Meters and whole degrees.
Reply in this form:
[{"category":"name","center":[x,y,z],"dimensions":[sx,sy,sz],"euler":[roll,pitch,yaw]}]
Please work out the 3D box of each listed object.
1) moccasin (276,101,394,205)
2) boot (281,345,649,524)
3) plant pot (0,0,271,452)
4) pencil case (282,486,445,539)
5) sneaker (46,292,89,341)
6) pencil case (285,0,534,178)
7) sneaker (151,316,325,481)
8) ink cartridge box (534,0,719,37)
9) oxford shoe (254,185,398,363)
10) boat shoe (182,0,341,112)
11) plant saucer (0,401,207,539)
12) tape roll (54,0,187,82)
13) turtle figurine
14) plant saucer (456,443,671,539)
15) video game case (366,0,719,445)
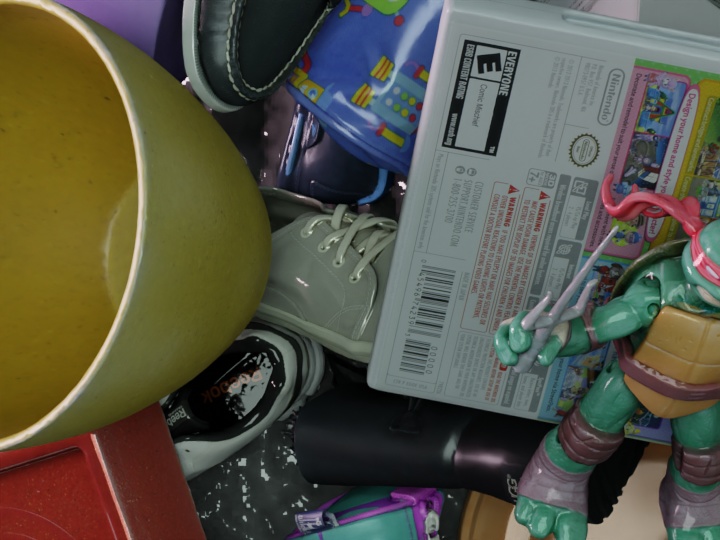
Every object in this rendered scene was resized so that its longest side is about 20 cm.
[{"category":"moccasin","center":[-0.020,-0.134,1.115],"dimensions":[0.068,0.080,0.201],"euler":[-2,87,7]},{"category":"boot","center":[0.072,0.040,1.094],"dimensions":[0.167,0.200,0.077],"euler":[8,132,30]},{"category":"plant pot","center":[-0.123,-0.015,1.011],"dimensions":[0.199,0.142,0.201],"euler":[-5,82,38]},{"category":"pencil case","center":[0.028,0.204,1.093],"dimensions":[0.092,0.085,0.201],"euler":[-20,87,44]},{"category":"sneaker","center":[-0.213,-0.006,1.115],"dimensions":[0.199,0.088,0.076],"euler":[26,90,4]},{"category":"pencil case","center":[0.041,-0.145,1.049],"dimensions":[0.087,0.078,0.201],"euler":[33,93,31]},{"category":"sneaker","center":[-0.111,0.082,1.112],"dimensions":[0.200,0.080,0.074],"euler":[-35,89,3]},{"category":"ink cartridge box","center":[0.115,-0.082,1.018],"dimensions":[0.084,0.200,0.145],"euler":[32,124,-14]},{"category":"oxford shoe","center":[0.000,0.000,1.066],"dimensions":[0.075,0.199,0.058],"euler":[-32,123,-36]},{"category":"boat shoe","center":[-0.020,-0.163,1.003],"dimensions":[0.060,0.076,0.201],"euler":[8,72,36]},{"category":"plant saucer","center":[-0.165,0.167,1.093],"dimensions":[0.199,0.037,0.201],"euler":[-18,93,20]},{"category":"tape roll","center":[-0.093,-0.192,1.060],"dimensions":[0.085,0.200,0.201],"euler":[23,89,4]},{"category":"turtle figurine","center":[0.130,0.043,0.897],"dimensions":[0.149,0.200,0.101],"euler":[21,52,7]},{"category":"plant saucer","center":[0.147,0.148,1.115],"dimensions":[0.199,0.037,0.202],"euler":[0,88,3]},{"category":"video game case","center":[0.107,-0.014,0.933],"dimensions":[0.181,0.022,0.201],"euler":[11,126,-1]}]
